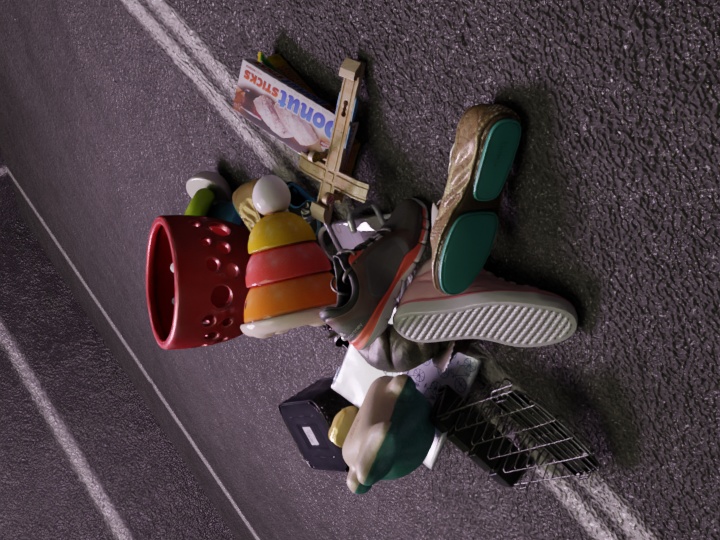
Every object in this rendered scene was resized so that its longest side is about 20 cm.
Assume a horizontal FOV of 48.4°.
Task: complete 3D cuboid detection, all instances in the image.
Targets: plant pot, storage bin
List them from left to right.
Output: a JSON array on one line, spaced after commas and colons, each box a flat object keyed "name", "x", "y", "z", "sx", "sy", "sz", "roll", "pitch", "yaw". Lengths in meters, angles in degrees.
[{"name": "plant pot", "x": -0.219, "y": 0.014, "z": 1.223, "sx": 0.200, "sy": 0.182, "sz": 0.201, "roll": 177, "pitch": 90, "yaw": -65}, {"name": "storage bin", "x": -0.050, "y": 0.267, "z": 1.397, "sx": 0.136, "sy": 0.094, "sz": 0.200, "roll": 62, "pitch": 152, "yaw": -2}]

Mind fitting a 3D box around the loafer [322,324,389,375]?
[{"name": "loafer", "x": -0.010, "y": 0.094, "z": 1.160, "sx": 0.200, "sy": 0.063, "sz": 0.072, "roll": 34, "pitch": 150, "yaw": 25}]

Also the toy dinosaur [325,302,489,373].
[{"name": "toy dinosaur", "x": 0.044, "y": 0.085, "z": 0.966, "sx": 0.199, "sy": 0.077, "sz": 0.103, "roll": -13, "pitch": 97, "yaw": 18}]

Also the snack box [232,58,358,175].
[{"name": "snack box", "x": -0.087, "y": -0.199, "z": 1.026, "sx": 0.200, "sy": 0.024, "sz": 0.072, "roll": 36, "pitch": 122, "yaw": 29}]

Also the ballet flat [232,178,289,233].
[{"name": "ballet flat", "x": -0.108, "y": -0.039, "z": 1.120, "sx": 0.063, "sy": 0.069, "sz": 0.200, "roll": -32, "pitch": 95, "yaw": 37}]

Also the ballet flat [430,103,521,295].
[{"name": "ballet flat", "x": 0.107, "y": -0.073, "z": 0.803, "sx": 0.065, "sy": 0.070, "sz": 0.201, "roll": 48, "pitch": 129, "yaw": 49}]

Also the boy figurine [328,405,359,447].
[{"name": "boy figurine", "x": 0.016, "y": 0.253, "z": 1.208, "sx": 0.124, "sy": 0.065, "sz": 0.200, "roll": 27, "pitch": 172, "yaw": 28}]

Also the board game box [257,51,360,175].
[{"name": "board game box", "x": -0.077, "y": -0.200, "z": 1.070, "sx": 0.200, "sy": 0.030, "sz": 0.096, "roll": 48, "pitch": 148, "yaw": 19}]

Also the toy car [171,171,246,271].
[{"name": "toy car", "x": -0.260, "y": -0.058, "z": 1.410, "sx": 0.149, "sy": 0.175, "sz": 0.200, "roll": 21, "pitch": 146, "yaw": 0}]

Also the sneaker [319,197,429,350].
[{"name": "sneaker", "x": 0.014, "y": -0.012, "z": 0.909, "sx": 0.082, "sy": 0.200, "sz": 0.077, "roll": 31, "pitch": 151, "yaw": -13}]

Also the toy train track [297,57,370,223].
[{"name": "toy train track", "x": -0.033, "y": -0.151, "z": 0.952, "sx": 0.115, "sy": 0.032, "sz": 0.201, "roll": 29, "pitch": 117, "yaw": 32}]

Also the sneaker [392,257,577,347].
[{"name": "sneaker", "x": 0.138, "y": 0.023, "z": 0.869, "sx": 0.199, "sy": 0.105, "sz": 0.075, "roll": -2, "pitch": 134, "yaw": 28}]

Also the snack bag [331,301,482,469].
[{"name": "snack bag", "x": 0.053, "y": 0.139, "z": 1.076, "sx": 0.200, "sy": 0.021, "sz": 0.189, "roll": 36, "pitch": 121, "yaw": 28}]

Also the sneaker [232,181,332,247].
[{"name": "sneaker", "x": -0.115, "y": -0.102, "z": 1.192, "sx": 0.200, "sy": 0.073, "sz": 0.082, "roll": 25, "pitch": 134, "yaw": 35}]

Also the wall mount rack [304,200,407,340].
[{"name": "wall mount rack", "x": 0.000, "y": 0.000, "z": 1.052, "sx": 0.200, "sy": 0.074, "sz": 0.174, "roll": -7, "pitch": 114, "yaw": 52}]

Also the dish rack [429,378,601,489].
[{"name": "dish rack", "x": 0.179, "y": 0.186, "z": 0.927, "sx": 0.153, "sy": 0.055, "sz": 0.200, "roll": 41, "pitch": 148, "yaw": -8}]

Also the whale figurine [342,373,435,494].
[{"name": "whale figurine", "x": 0.040, "y": 0.206, "z": 0.974, "sx": 0.103, "sy": 0.160, "sz": 0.200, "roll": 25, "pitch": -178, "yaw": 1}]

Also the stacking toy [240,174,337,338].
[{"name": "stacking toy", "x": -0.097, "y": -0.022, "z": 1.017, "sx": 0.146, "sy": 0.146, "sz": 0.201, "roll": -18, "pitch": 83, "yaw": 63}]
